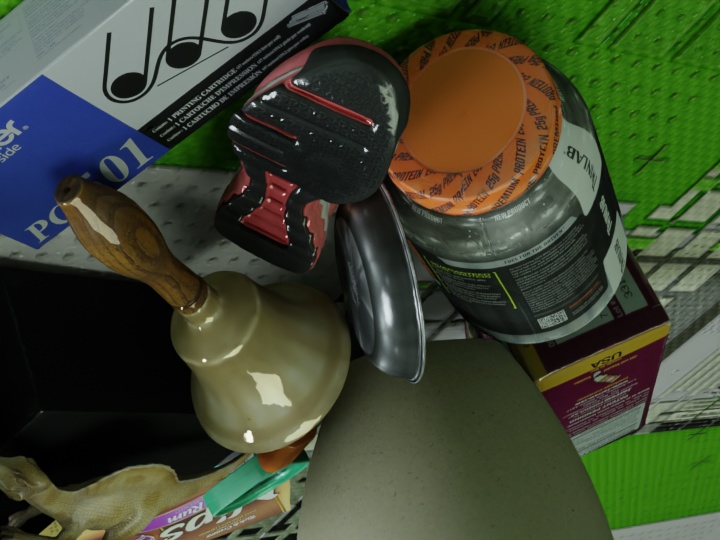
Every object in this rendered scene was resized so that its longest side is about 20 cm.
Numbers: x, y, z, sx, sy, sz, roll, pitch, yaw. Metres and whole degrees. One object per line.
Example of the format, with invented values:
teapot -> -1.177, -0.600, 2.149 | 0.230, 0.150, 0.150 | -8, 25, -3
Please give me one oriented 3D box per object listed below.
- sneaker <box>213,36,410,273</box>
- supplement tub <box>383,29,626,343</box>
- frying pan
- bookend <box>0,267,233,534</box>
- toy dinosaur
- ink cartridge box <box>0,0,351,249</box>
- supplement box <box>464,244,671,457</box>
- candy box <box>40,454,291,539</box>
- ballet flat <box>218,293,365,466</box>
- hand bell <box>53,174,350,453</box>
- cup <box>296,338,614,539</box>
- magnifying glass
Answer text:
sneaker -> -0.023, -0.074, 0.657 | 0.073, 0.088, 0.200 | 26, 155, -8
supplement tub -> 0.081, -0.044, 0.763 | 0.121, 0.124, 0.200 | -27, 154, 6
frying pan -> -0.001, -0.014, 0.753 | 0.031, 0.191, 0.116 | -13, 124, -12
bookend -> -0.181, 0.098, 0.835 | 0.199, 0.093, 0.198 | 7, 141, -48
toy dinosaur -> -0.134, 0.133, 0.766 | 0.198, 0.059, 0.101 | 2, 144, -45
ink cartridge box -> -0.110, -0.092, 0.607 | 0.199, 0.045, 0.094 | -33, 150, 17
supplement box -> 0.141, 0.044, 0.960 | 0.102, 0.132, 0.201 | -23, 154, -5
candy box -> -0.152, 0.174, 1.035 | 0.197, 0.057, 0.117 | -17, 151, -13
ballet flat -> -0.058, 0.068, 0.923 | 0.199, 0.074, 0.073 | -31, 153, 26
hand bell -> -0.093, 0.009, 0.688 | 0.103, 0.105, 0.200 | -29, 143, 11
cup -> 0.048, 0.123, 0.828 | 0.197, 0.145, 0.200 | -8, 167, -2
magnifying glass -> -0.060, 0.130, 0.900 | 0.079, 0.023, 0.200 | -25, 167, -21
